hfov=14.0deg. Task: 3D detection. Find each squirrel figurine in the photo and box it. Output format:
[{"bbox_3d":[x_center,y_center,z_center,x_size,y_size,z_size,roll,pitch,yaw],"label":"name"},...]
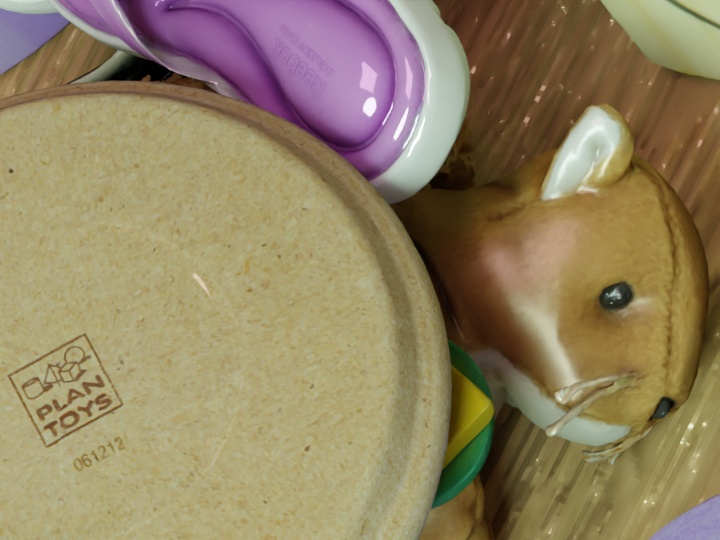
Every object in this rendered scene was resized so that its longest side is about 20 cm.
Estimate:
[{"bbox_3d":[0.000,0.000,0.858,0.186,0.142,0.200,-28,59,8],"label":"squirrel figurine"}]

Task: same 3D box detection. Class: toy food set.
[{"bbox_3d":[-0.072,0.042,0.758,0.200,0.049,0.198,-43,65,-13],"label":"toy food set"}]

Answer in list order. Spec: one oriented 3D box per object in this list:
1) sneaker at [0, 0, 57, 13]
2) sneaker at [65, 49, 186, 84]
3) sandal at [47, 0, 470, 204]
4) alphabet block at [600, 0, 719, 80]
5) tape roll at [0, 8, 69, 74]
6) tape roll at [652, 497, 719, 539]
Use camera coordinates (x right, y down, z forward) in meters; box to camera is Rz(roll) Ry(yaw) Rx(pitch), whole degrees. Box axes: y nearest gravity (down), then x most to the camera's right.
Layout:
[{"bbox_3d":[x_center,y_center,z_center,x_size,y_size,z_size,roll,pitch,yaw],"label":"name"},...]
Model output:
[{"bbox_3d":[-0.054,-0.139,0.922,0.200,0.099,0.078,-27,92,20],"label":"sneaker"},{"bbox_3d":[-0.104,-0.019,0.958,0.070,0.076,0.200,39,89,36],"label":"sneaker"},{"bbox_3d":[-0.047,-0.089,0.829,0.203,0.050,0.083,34,106,38],"label":"sandal"},{"bbox_3d":[0.156,-0.166,0.806,0.195,0.200,0.197,17,77,35],"label":"alphabet block"},{"bbox_3d":[-0.167,-0.162,1.067,0.200,0.066,0.200,-12,62,23],"label":"tape roll"},{"bbox_3d":[0.099,0.155,0.705,0.200,0.066,0.200,-48,28,35],"label":"tape roll"}]
